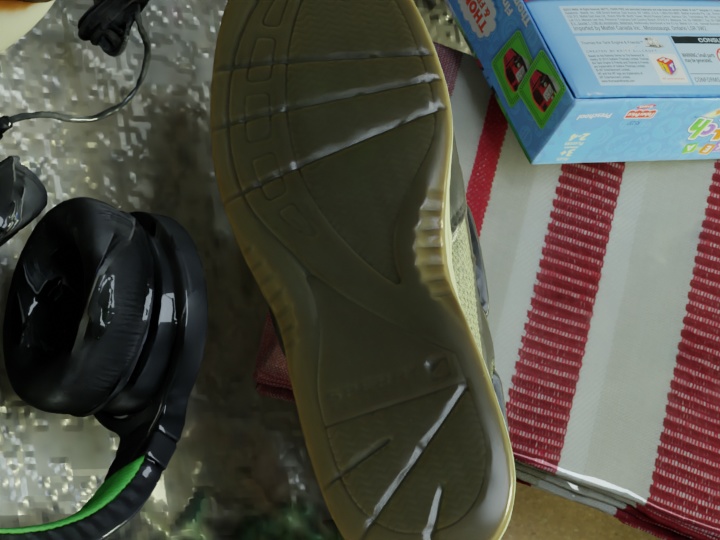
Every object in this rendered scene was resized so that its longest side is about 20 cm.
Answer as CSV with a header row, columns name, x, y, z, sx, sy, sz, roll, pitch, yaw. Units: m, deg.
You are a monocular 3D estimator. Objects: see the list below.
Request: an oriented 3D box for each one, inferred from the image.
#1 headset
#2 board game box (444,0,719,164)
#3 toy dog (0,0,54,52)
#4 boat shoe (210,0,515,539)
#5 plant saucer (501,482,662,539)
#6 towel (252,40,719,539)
name,x,y,z,sx,sy,sz,roll,pitch,yaw
headset,-0.092,-0.009,0.799,0.123,0.094,0.200,32,51,-21
board game box,0.083,-0.124,0.957,0.151,0.037,0.200,-3,55,-34
toy dog,-0.169,-0.082,0.724,0.200,0.140,0.194,-23,92,-21
boat shoe,0.001,0.000,0.822,0.072,0.066,0.201,-13,68,-1
plant saucer,0.089,0.044,0.913,0.200,0.035,0.201,7,62,-14
towel,0.074,0.010,0.894,0.200,0.023,0.144,21,57,-8
